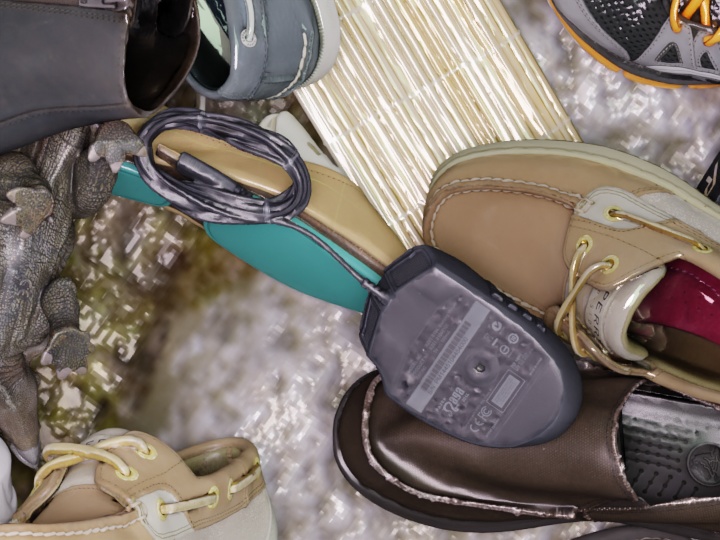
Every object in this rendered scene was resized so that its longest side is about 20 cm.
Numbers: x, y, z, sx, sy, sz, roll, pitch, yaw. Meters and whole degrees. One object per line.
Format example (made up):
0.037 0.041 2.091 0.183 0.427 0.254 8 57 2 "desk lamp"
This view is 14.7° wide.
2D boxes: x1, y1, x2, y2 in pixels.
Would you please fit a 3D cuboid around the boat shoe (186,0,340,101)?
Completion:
-0.079 -0.156 1.091 0.062 0.073 0.201 -28 89 -46 "boat shoe"

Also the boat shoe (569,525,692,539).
0.054 0.159 1.120 0.199 0.057 0.067 -22 90 -7 "boat shoe"

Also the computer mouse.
0.000 0.000 1.070 0.200 0.034 0.059 37 108 -1 "computer mouse"

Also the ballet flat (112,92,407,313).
-0.058 -0.046 1.109 0.199 0.069 0.063 23 69 -8 "ballet flat"

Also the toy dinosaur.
-0.124 -0.022 1.043 0.076 0.102 0.201 13 98 -23 "toy dinosaur"

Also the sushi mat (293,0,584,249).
0.025 -0.076 1.145 0.095 0.012 0.201 -31 93 -6 "sushi mat"

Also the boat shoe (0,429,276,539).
-0.093 0.093 1.038 0.073 0.200 0.067 -6 86 22 "boat shoe"

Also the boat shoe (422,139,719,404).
0.110 0.005 1.081 0.199 0.066 0.074 16 123 18 "boat shoe"

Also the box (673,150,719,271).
0.237 -0.010 1.109 0.199 0.044 0.161 25 126 -7 "box"

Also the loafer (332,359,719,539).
0.089 0.064 1.109 0.198 0.071 0.074 4 72 -4 "loafer"

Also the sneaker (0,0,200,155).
-0.102 -0.129 1.015 0.105 0.075 0.201 -6 62 25 "sneaker"

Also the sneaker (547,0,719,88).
0.169 -0.102 1.132 0.199 0.077 0.079 18 88 -5 "sneaker"

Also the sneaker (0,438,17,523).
-0.213 0.136 1.064 0.199 0.078 0.100 -18 119 5 "sneaker"
